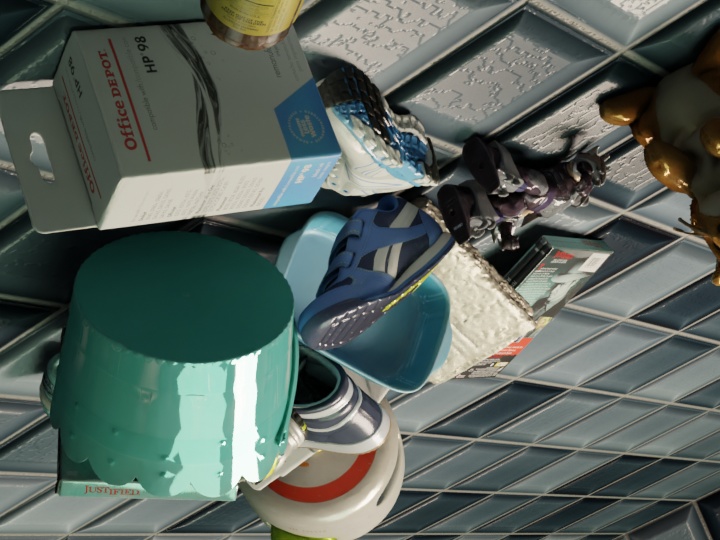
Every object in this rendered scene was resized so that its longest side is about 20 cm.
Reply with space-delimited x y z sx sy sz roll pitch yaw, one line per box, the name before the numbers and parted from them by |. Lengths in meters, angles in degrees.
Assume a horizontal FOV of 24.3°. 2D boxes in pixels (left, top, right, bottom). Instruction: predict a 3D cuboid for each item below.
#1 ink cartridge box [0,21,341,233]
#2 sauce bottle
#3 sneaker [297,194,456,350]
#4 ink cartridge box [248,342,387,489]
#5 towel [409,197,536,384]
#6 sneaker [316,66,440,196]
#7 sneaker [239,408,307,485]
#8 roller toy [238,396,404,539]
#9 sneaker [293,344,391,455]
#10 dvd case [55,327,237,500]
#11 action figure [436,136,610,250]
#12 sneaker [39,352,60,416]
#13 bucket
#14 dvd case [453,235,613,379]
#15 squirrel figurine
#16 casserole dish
ink cartridge box | -0.127 -0.097 1.105 0.200 0.116 0.067 -9 156 -29
sauce bottle | -0.045 -0.209 0.983 0.065 0.065 0.200 -11 156 -24
sneaker | 0.000 0.000 1.423 0.200 0.082 0.074 -37 173 -48
ink cartridge box | -0.072 0.123 1.661 0.200 0.116 0.067 -39 -172 40
towel | 0.063 0.021 1.577 0.132 0.034 0.200 -31 126 19
sneaker | -0.007 -0.093 1.297 0.087 0.075 0.200 -20 160 15
sneaker | -0.139 0.155 1.501 0.200 0.075 0.076 -13 -149 46
roller toy | -0.047 0.194 1.805 0.182 0.200 0.140 -30 159 -6
sneaker | -0.081 0.122 1.541 0.200 0.070 0.109 -4 147 26
dvd case | -0.184 0.119 1.430 0.146 0.200 0.022 3 124 -11
action figure | 0.150 -0.067 1.508 0.200 0.069 0.130 -1 141 -51
sneaker | -0.199 0.090 1.557 0.200 0.078 0.086 -15 155 -15
bucket | -0.147 0.070 1.360 0.207 0.207 0.135 -9 130 -27
dvd case | 0.166 0.042 1.762 0.200 0.022 0.146 -48 155 23
squirrel figurine | 0.326 -0.082 1.463 0.141 0.187 0.200 -29 158 21
casserole dish | -0.004 0.031 1.492 0.200 0.121 0.039 31 157 -29
